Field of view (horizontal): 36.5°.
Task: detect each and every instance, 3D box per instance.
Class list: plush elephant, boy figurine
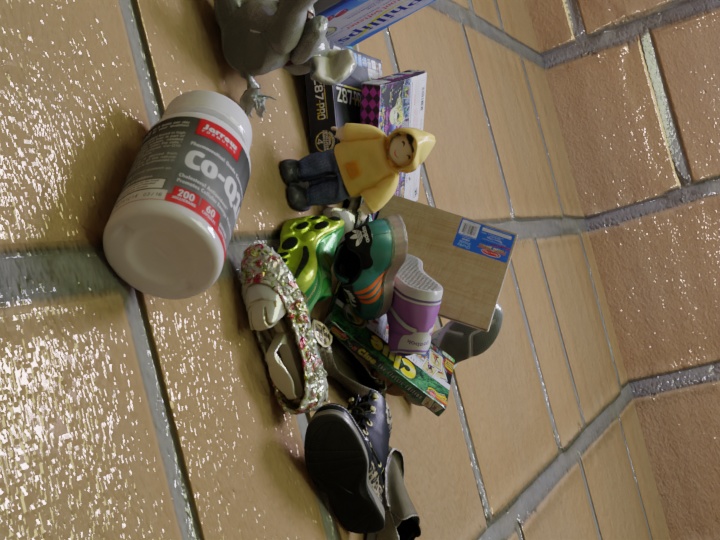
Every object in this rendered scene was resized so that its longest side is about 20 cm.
[{"bbox_3d":[-0.090,-0.294,1.339,0.154,0.163,0.203,-32,134,-53],"label":"plush elephant"},{"bbox_3d":[0.002,-0.128,1.385,0.064,0.197,0.126,-5,83,-67],"label":"boy figurine"}]

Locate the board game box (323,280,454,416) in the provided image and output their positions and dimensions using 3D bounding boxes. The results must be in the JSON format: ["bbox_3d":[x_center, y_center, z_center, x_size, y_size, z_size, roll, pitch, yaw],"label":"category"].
[{"bbox_3d":[0.040,0.098,1.445,0.199,0.023,0.105,38,36,-14],"label":"board game box"}]

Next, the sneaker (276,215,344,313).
[{"bbox_3d":[-0.067,-0.008,1.330,0.201,0.073,0.085,-65,155,-58],"label":"sneaker"}]

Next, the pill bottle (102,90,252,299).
[{"bbox_3d":[-0.169,-0.080,1.057,0.114,0.113,0.202,57,28,-35],"label":"pill bottle"}]

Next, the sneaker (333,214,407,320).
[{"bbox_3d":[0.000,0.000,1.339,0.201,0.079,0.072,106,-28,-56],"label":"sneaker"}]

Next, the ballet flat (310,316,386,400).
[{"bbox_3d":[-0.019,0.117,1.369,0.200,0.046,0.068,53,30,-42],"label":"ballet flat"}]

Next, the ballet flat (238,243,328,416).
[{"bbox_3d":[-0.088,0.070,1.208,0.064,0.075,0.202,-37,108,-58],"label":"ballet flat"}]

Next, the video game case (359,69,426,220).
[{"bbox_3d":[0.046,-0.184,1.600,0.181,0.035,0.203,-34,131,-61],"label":"video game case"}]

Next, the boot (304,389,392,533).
[{"bbox_3d":[-0.011,0.194,1.299,0.155,0.072,0.205,-81,158,-48],"label":"boot"}]

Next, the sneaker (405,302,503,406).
[{"bbox_3d":[0.128,0.103,1.572,0.070,0.201,0.081,32,28,-17],"label":"sneaker"}]

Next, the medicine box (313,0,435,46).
[{"bbox_3d":[-0.014,-0.388,1.480,0.199,0.181,0.104,-14,85,-53],"label":"medicine box"}]

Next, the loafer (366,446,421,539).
[{"bbox_3d":[0.047,0.311,1.368,0.075,0.069,0.202,46,35,-48],"label":"loafer"}]

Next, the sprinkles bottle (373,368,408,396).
[{"bbox_3d":[0.066,0.089,1.563,0.069,0.067,0.201,61,26,-28],"label":"sprinkles bottle"}]

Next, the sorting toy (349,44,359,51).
[{"bbox_3d":[-0.051,-0.390,1.645,0.200,0.036,0.188,26,53,-61],"label":"sorting toy"}]

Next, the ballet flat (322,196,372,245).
[{"bbox_3d":[-0.013,-0.093,1.482,0.068,0.068,0.203,13,84,-27],"label":"ballet flat"}]

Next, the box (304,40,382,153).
[{"bbox_3d":[-0.018,-0.234,1.579,0.199,0.048,0.164,-2,86,-67],"label":"box"}]

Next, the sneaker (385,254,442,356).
[{"bbox_3d":[0.048,0.047,1.431,0.201,0.072,0.116,-119,-146,-68],"label":"sneaker"}]

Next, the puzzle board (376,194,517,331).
[{"bbox_3d":[0.105,-0.012,1.525,0.017,0.197,0.152,88,21,-67],"label":"puzzle board"}]
